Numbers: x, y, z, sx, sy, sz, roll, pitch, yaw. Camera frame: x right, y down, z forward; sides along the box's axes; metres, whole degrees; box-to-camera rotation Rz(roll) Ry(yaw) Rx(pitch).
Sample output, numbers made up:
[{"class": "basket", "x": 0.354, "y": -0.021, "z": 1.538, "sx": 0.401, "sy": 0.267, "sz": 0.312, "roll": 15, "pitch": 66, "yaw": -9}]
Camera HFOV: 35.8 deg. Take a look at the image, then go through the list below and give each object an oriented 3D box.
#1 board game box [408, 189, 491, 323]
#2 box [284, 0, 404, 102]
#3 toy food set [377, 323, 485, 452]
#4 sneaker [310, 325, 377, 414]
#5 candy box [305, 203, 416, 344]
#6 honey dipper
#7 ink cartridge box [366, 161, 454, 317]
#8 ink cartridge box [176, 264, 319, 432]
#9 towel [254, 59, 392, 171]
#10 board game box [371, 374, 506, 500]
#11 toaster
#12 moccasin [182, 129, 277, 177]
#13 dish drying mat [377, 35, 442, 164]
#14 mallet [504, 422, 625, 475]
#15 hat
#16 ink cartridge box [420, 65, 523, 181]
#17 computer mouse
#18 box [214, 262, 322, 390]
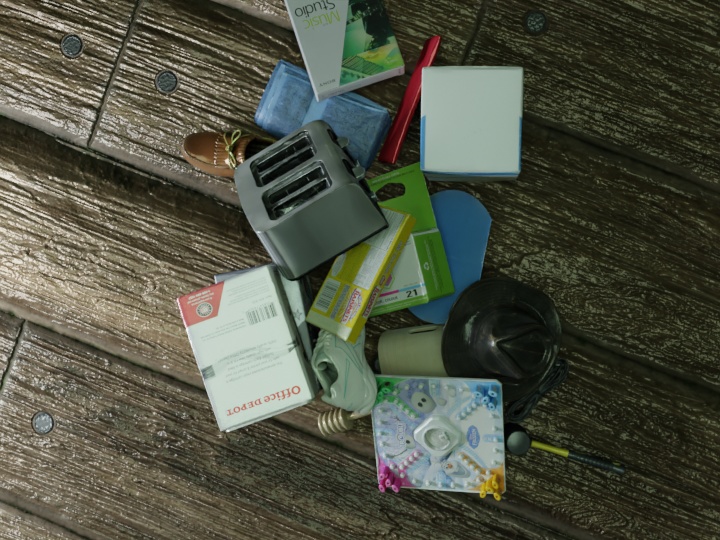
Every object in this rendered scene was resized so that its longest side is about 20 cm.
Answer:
[{"class": "board game box", "x": 0.135, "y": -0.019, "z": 1.689, "sx": 0.157, "sy": 0.039, "sz": 0.203, "roll": 11, "pitch": 90, "yaw": 44}, {"class": "box", "x": -0.029, "y": -0.373, "z": 1.698, "sx": 0.142, "sy": 0.036, "sz": 0.203, "roll": -18, "pitch": 80, "yaw": -2}, {"class": "toy food set", "x": 0.113, "y": 0.184, "z": 1.696, "sx": 0.142, "sy": 0.060, "sz": 0.203, "roll": -9, "pitch": 95, "yaw": 22}, {"class": "sneaker", "x": -0.034, "y": 0.114, "z": 1.636, "sx": 0.071, "sy": 0.079, "sz": 0.202, "roll": -47, "pitch": 45, "yaw": 37}, {"class": "candy box", "x": 0.000, "y": 0.000, "z": 1.613, "sx": 0.102, "sy": 0.026, "sz": 0.202, "roll": 22, "pitch": 82, "yaw": 46}, {"class": "honey dipper", "x": 0.027, "y": 0.210, "z": 1.686, "sx": 0.198, "sy": 0.038, "sz": 0.038, "roll": -20, "pitch": 89, "yaw": 26}, {"class": "ink cartridge box", "x": 0.042, "y": -0.043, "z": 1.666, "sx": 0.147, "sy": 0.075, "sz": 0.203, "roll": -16, "pitch": 89, "yaw": 40}, {"class": "ink cartridge box", "x": -0.158, "y": 0.110, "z": 1.596, "sx": 0.145, "sy": 0.083, "sz": 0.203, "roll": -19, "pitch": 89, "yaw": 3}, {"class": "towel", "x": -0.058, "y": -0.234, "z": 1.719, "sx": 0.198, "sy": 0.049, "sz": 0.113, "roll": 25, "pitch": 93, "yaw": 4}, {"class": "board game box", "x": 0.113, "y": 0.250, "z": 1.651, "sx": 0.197, "sy": 0.026, "sz": 0.203, "roll": 1, "pitch": 118, "yaw": 14}, {"class": "toaster", "x": -0.080, "y": -0.100, "z": 1.612, "sx": 0.198, "sy": 0.182, "sz": 0.119, "roll": -30, "pitch": 131, "yaw": 4}, {"class": "moccasin", "x": -0.176, "y": -0.176, "z": 1.707, "sx": 0.199, "sy": 0.078, "sz": 0.075, "roll": 16, "pitch": 73, "yaw": 4}, {"class": "dish drying mat", "x": 0.077, "y": -0.258, "z": 1.695, "sx": 0.018, "sy": 0.077, "sz": 0.202, "roll": 22, "pitch": 92, "yaw": -11}, {"class": "mallet", "x": 0.307, "y": 0.277, "z": 1.684, "sx": 0.197, "sy": 0.066, "sz": 0.042, "roll": 17, "pitch": 94, "yaw": 4}, {"class": "hat", "x": 0.218, "y": 0.109, "z": 1.608, "sx": 0.198, "sy": 0.081, "sz": 0.204, "roll": -4, "pitch": 103, "yaw": -18}, {"class": "ink cartridge box", "x": 0.163, "y": -0.209, "z": 1.626, "sx": 0.142, "sy": 0.200, "sz": 0.150, "roll": 1, "pitch": 91, "yaw": 6}, {"class": "computer mouse", "x": 0.207, "y": 0.135, "z": 1.705, "sx": 0.199, "sy": 0.046, "sz": 0.141, "roll": 40, "pitch": 98, "yaw": 0}, {"class": "box", "x": -0.132, "y": 0.092, "z": 1.693, "sx": 0.130, "sy": 0.115, "sz": 0.203, "roll": -12, "pitch": 90, "yaw": 5}]
